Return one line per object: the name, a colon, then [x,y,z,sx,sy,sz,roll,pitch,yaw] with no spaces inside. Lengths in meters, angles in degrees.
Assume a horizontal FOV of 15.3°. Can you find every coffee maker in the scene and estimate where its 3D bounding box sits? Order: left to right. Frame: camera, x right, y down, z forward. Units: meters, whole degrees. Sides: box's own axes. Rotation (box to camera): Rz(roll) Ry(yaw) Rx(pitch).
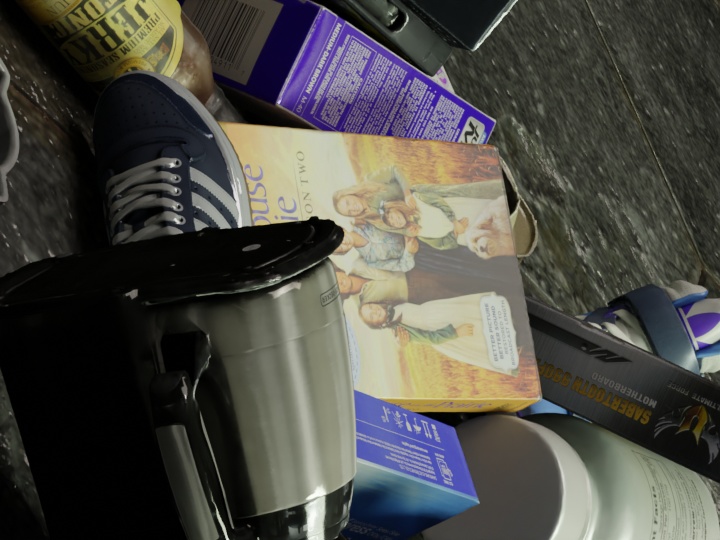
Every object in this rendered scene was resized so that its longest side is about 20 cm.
coffee maker: [-0.077,0.092,1.075,0.135,0.192,0.201,-22,105,-48]

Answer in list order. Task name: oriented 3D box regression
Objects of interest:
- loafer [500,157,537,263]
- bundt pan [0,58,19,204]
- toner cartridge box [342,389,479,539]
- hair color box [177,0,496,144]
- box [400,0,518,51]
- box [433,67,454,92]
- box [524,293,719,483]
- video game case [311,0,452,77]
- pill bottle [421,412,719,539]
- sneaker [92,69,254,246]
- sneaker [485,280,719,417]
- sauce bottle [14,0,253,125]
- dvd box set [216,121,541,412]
loafer: [0.072,-0.040,1.694,0.200,0.068,0.076,11,53,-64]
bundt pan: [-0.226,-0.090,1.050,0.202,0.076,0.202,48,25,-31]
toner cartridge box: [-0.033,0.093,1.242,0.200,0.095,0.043,24,42,-57]
hair color box: [-0.022,-0.104,1.492,0.109,0.065,0.200,25,-3,34]
box: [0.010,-0.237,1.563,0.200,0.124,0.197,38,2,-11]
box: [0.000,-0.126,1.677,0.200,0.041,0.039,8,55,-64]
box: [0.144,0.064,1.501,0.200,0.048,0.158,26,1,20]
video game case: [-0.060,-0.196,1.507,0.200,0.026,0.181,36,-1,42]
pill bottle: [0.115,0.140,1.498,0.200,0.114,0.115,23,42,-59]
sneaker: [-0.099,-0.014,1.259,0.108,0.070,0.201,22,46,-62]
sneaker: [0.162,0.048,1.681,0.081,0.146,0.200,65,21,10]
sauce bottle: [-0.119,-0.121,1.356,0.200,0.065,0.065,48,24,-28]
dvd box set: [0.000,0.000,1.380,0.199,0.029,0.147,3,71,-38]
